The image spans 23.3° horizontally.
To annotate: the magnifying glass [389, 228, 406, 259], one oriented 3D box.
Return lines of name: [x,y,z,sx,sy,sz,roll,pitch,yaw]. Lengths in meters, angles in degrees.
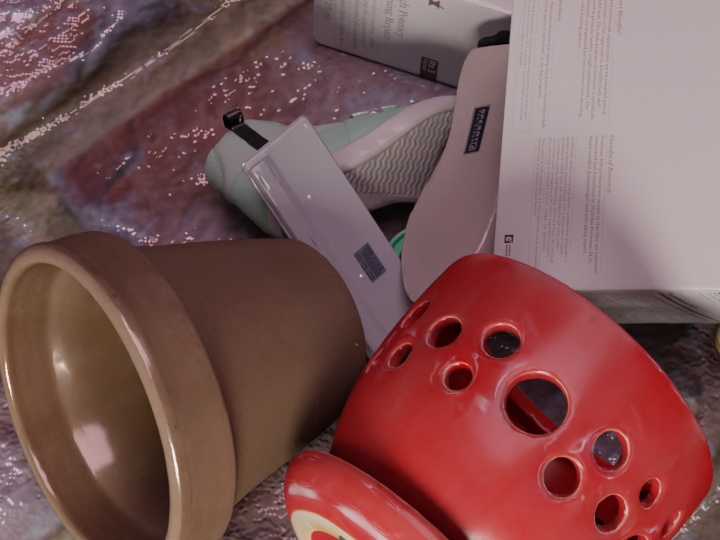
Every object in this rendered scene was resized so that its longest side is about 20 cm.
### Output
magnifying glass: [0.110,-0.002,1.166,0.197,0.022,0.080,-4,59,-6]

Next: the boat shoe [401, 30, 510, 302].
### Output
boat shoe: [0.095,-0.050,1.140,0.074,0.093,0.202,1,63,42]

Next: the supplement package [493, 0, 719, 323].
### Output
supplement package: [0.202,-0.070,1.052,0.198,0.147,0.194,0,81,31]

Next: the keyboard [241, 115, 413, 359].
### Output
keyboard: [0.000,0.000,1.100,0.056,0.011,0.201,-41,105,-30]

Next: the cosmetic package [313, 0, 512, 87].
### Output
cosmetic package: [0.070,-0.187,1.229,0.198,0.102,0.075,19,60,10]

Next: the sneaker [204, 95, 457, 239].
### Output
sneaker: [-0.010,-0.088,1.182,0.199,0.074,0.118,-23,37,-34]

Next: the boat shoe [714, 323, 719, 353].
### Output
boat shoe: [0.310,-0.015,1.155,0.073,0.069,0.200,33,63,16]

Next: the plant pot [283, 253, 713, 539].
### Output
plant pot: [0.072,0.121,0.987,0.200,0.201,0.183,37,68,18]

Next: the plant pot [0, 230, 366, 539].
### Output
plant pot: [-0.096,0.058,1.039,0.174,0.201,0.201,-22,61,-36]
